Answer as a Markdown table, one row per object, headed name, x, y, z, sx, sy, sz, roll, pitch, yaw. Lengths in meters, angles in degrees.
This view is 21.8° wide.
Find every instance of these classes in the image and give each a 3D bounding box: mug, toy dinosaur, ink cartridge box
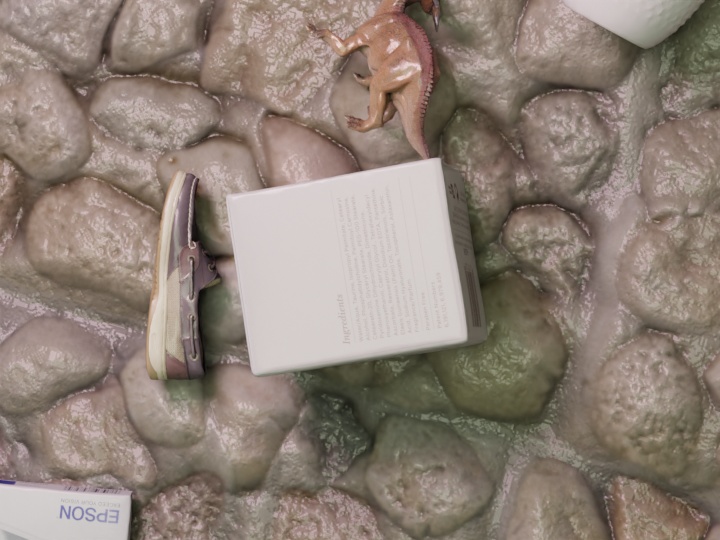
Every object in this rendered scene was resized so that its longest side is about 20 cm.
| name | x | y | z | sx | sy | sz | roll | pitch | yaw |
| --- | --- | --- | --- | --- | --- | --- | --- | --- | --- |
| mug | 0.245 | -0.309 | 1.697 | 0.200 | 0.147 | 0.176 | 36 | 104 | 39 |
| toy dinosaur | 0.040 | -0.202 | 1.729 | 0.135 | 0.086 | 0.202 | -31 | 65 | 24 |
| ink cartridge box | -0.324 | 0.304 | 1.797 | 0.197 | 0.041 | 0.202 | 5 | 90 | -3 |

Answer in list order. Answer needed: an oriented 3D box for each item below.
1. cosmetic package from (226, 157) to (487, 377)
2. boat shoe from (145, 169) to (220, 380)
| name | x | y | z | sx | sy | sz | roll | pitch | yaw |
| --- | --- | --- | --- | --- | --- | --- | --- | --- | --- |
| cosmetic package | 0.000 | 0.000 | 1.709 | 0.198 | 0.167 | 0.168 | -10 | 87 | 9 |
| boat shoe | -0.166 | 0.006 | 1.792 | 0.064 | 0.072 | 0.202 | 6 | 87 | -2 |
